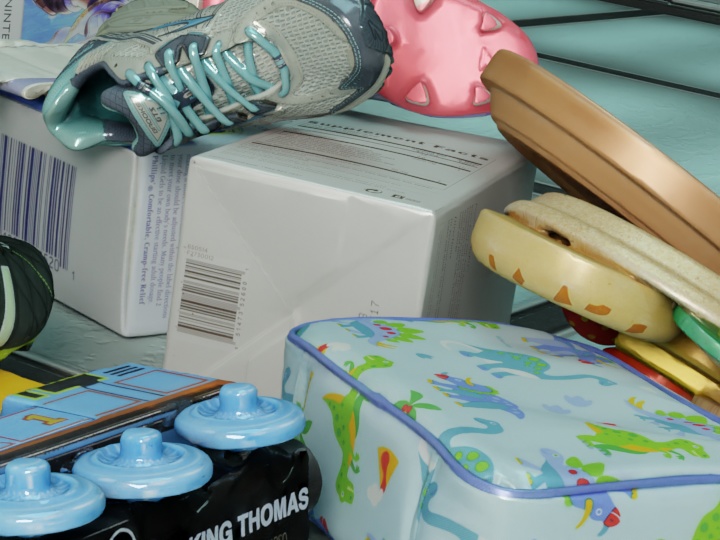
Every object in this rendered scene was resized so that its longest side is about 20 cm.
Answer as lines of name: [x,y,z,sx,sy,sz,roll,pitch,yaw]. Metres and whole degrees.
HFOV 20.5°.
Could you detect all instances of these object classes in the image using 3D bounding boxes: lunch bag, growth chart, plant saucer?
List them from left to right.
growth chart: [-0.152,-0.107,1.086,0.198,0.018,0.144,-3,19,-35]
lunch bag: [0.065,0.080,0.773,0.159,0.083,0.200,0,16,-27]
plant saucer: [0.134,-0.030,0.934,0.200,0.032,0.200,39,2,-2]

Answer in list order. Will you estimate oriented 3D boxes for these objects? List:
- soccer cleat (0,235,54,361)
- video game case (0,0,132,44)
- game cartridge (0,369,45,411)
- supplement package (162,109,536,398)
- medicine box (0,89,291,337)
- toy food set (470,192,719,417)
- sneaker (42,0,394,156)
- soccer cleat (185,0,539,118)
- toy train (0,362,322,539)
soccer cleat: [-0.173,0.002,0.821,0.067,0.082,0.200,10,14,9]
video game case: [-0.161,-0.130,1.249,0.198,0.183,0.045,-3,19,-36]
game cartridge: [-0.245,0.056,0.804,0.198,0.033,0.176,13,15,28]
supplement package: [0.000,0.000,0.961,0.119,0.123,0.200,13,14,16]
medicine box: [-0.101,-0.045,1.118,0.199,0.104,0.181,-6,20,-42]
toy food set: [0.142,0.031,0.881,0.197,0.049,0.200,33,-2,13]
sneaker: [-0.070,-0.086,0.931,0.199,0.078,0.086,-7,28,44]
soccer cleat: [-0.003,-0.115,1.039,0.198,0.067,0.076,4,0,12]
toy train: [-0.098,0.087,0.664,0.113,0.088,0.199,7,14,34]
